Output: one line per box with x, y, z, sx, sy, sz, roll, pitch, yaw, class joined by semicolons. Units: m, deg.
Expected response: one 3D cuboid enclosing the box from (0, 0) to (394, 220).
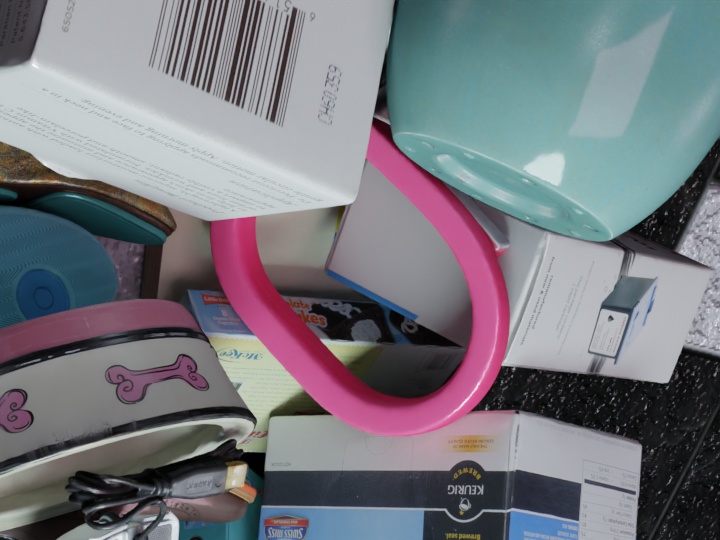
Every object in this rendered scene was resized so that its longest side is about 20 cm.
-0.094;-0.149;0.897;0.198;0.130;0.202;21;73;-39;box

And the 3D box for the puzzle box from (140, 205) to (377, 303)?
-0.037;-0.027;1.118;0.198;0.025;0.134;-5;117;-31;puzzle box

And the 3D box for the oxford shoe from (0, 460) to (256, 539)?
-0.160;0.142;1.075;0.198;0.071;0.073;6;79;-14;oxford shoe

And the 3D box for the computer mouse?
-0.140;0.149;0.984;0.109;0.044;0.200;-15;156;-41;computer mouse

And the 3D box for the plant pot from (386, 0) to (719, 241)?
0.103;-0.113;0.924;0.200;0.200;0.162;31;82;-40;plant pot

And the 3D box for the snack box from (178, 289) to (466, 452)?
-0.041;0.067;1.133;0.199;0.037;0.116;5;136;-35;snack box

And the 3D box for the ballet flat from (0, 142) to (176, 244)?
-0.182;-0.061;0.988;0.199;0.071;0.071;11;109;-38;ballet flat

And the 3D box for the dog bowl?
-0.159;0.078;0.952;0.198;0.074;0.200;-18;167;-4;dog bowl

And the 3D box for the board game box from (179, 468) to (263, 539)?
-0.062;0.239;1.140;0.047;0.201;0.151;-20;139;25;board game box

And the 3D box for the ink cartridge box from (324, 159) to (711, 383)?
0.100;0.001;1.111;0.199;0.146;0.087;7;106;-52;ink cartridge box

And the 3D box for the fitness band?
0.000;0.000;1.018;0.144;0.200;0.037;-50;162;19;fitness band

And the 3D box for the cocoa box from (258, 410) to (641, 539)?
0.050;0.159;1.083;0.133;0.199;0.133;17;74;-45;cocoa box

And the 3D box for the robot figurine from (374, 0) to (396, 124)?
0.091;-0.127;1.086;0.198;0.113;0.171;-10;86;-28;robot figurine

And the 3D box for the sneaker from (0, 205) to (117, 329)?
-0.238;0.026;0.972;0.199;0.130;0.080;-9;77;-36;sneaker
